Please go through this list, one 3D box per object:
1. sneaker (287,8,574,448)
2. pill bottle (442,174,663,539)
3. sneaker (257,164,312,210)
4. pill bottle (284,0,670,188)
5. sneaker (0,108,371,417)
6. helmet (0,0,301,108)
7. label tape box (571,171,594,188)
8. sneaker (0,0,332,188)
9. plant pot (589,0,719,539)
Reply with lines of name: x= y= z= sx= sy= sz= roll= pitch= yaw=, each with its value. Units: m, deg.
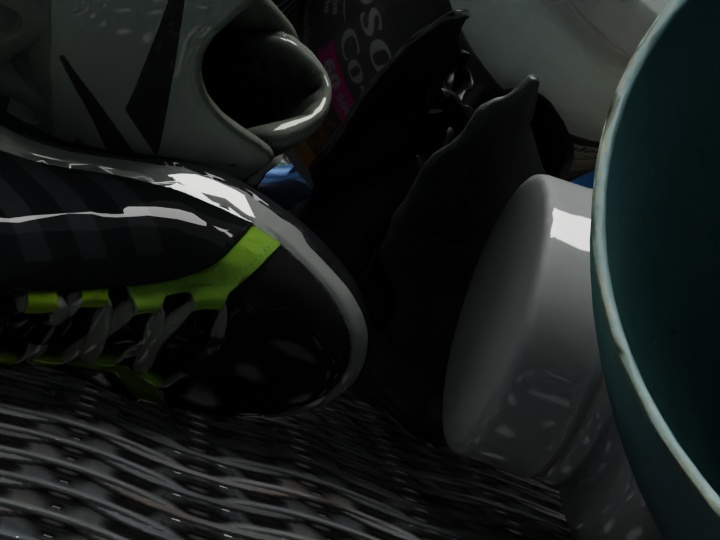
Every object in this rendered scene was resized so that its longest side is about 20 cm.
sneaker: x=0.028 y=-0.009 z=0.743 sx=0.060 sy=0.104 sz=0.200 roll=52 pitch=8 yaw=22
pill bottle: x=0.128 y=0.041 z=0.673 sx=0.199 sy=0.110 sz=0.109 roll=18 pitch=3 yaw=-10
sneaker: x=0.000 y=0.000 z=0.904 sx=0.199 sy=0.083 sz=0.074 roll=21 pitch=2 yaw=-2
pill bottle: x=0.057 y=-0.087 z=0.803 sx=0.116 sy=0.117 sz=0.200 roll=17 pitch=-20 yaw=-23
sneaker: x=-0.092 y=0.007 z=0.636 sx=0.199 sy=0.072 sz=0.083 roll=22 pitch=36 yaw=-15
helmet: x=-0.101 y=-0.135 z=0.807 sx=0.199 sy=0.201 sz=0.191 roll=16 pitch=26 yaw=-27
label tape box: x=0.150 y=-0.035 z=0.973 sx=0.144 sy=0.064 sz=0.200 roll=-2 pitch=1 yaw=33
sneaker: x=-0.053 y=-0.034 z=0.707 sx=0.088 sy=0.074 sz=0.200 roll=7 pitch=-28 yaw=4
plant pot: x=0.145 y=0.029 z=0.538 sx=0.199 sy=0.201 sz=0.135 roll=19 pitch=-31 yaw=12
